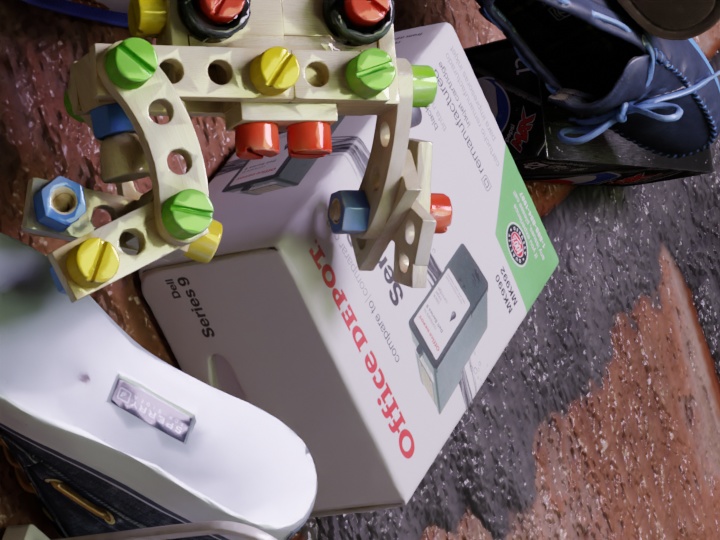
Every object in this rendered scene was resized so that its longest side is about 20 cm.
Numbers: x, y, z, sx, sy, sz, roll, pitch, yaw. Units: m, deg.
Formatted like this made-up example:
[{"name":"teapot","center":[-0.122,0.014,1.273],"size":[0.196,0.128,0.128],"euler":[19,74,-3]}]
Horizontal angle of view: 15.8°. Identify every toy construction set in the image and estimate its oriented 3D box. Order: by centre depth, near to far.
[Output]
[{"name":"toy construction set","center":[-0.039,-0.050,1.042],"size":[0.200,0.092,0.132],"euler":[3,78,-37]}]

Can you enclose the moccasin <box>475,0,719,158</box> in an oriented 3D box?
[{"name":"moccasin","center":[0.112,-0.104,1.309],"size":[0.200,0.080,0.068],"euler":[32,40,-35]}]

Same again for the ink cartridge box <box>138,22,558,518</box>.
[{"name":"ink cartridge box","center":[0.000,0.000,1.212],"size":[0.146,0.084,0.200],"euler":[63,37,-24]}]

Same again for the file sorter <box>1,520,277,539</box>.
[{"name":"file sorter","center":[-0.081,0.214,1.000],"size":[0.139,0.124,0.200],"euler":[48,46,-39]}]

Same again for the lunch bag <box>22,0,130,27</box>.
[{"name":"lunch bag","center":[-0.100,-0.193,1.076],"size":[0.200,0.123,0.171],"euler":[2,82,-64]}]

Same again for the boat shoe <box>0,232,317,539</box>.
[{"name":"boat shoe","center":[-0.120,0.062,1.036],"size":[0.200,0.091,0.071],"euler":[35,49,-14]}]

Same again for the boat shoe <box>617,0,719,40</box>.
[{"name":"boat shoe","center":[0.114,-0.204,1.260],"size":[0.200,0.072,0.068],"euler":[56,29,-27]}]

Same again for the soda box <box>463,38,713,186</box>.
[{"name":"soda box","center":[0.122,-0.085,1.441],"size":[0.200,0.063,0.071],"euler":[1,82,-56]}]
